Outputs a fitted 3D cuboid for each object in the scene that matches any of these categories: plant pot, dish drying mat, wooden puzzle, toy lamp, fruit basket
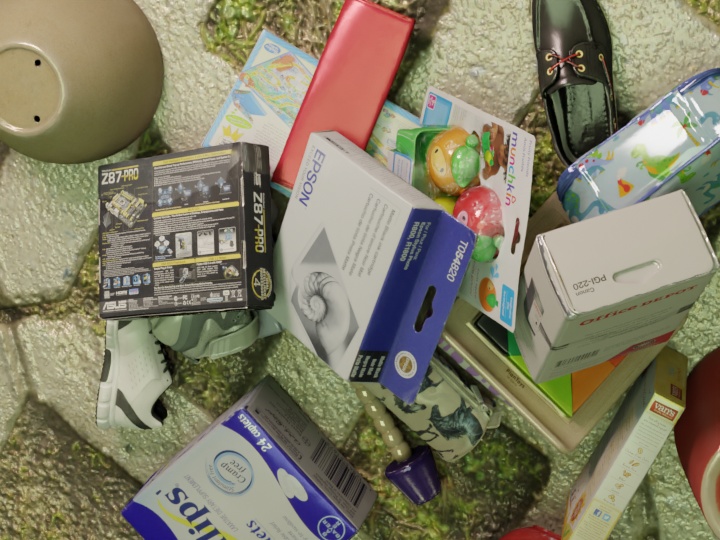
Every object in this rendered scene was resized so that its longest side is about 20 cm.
[{"bbox_3d":[0.398,0.180,1.481,0.199,0.177,0.202,4,107,12],"label":"plant pot"},{"bbox_3d":[-0.016,-0.166,1.511,0.076,0.018,0.201,23,97,4],"label":"dish drying mat"},{"bbox_3d":[-0.315,-0.195,1.548,0.199,0.134,0.202,4,107,12],"label":"plant pot"},{"bbox_3d":[0.201,0.048,1.504,0.185,0.037,0.200,44,77,-2],"label":"wooden puzzle"},{"bbox_3d":[0.023,0.155,1.622,0.058,0.058,0.201,-26,98,18],"label":"toy lamp"},{"bbox_3d":[0.095,-0.061,1.438,0.093,0.200,0.186,-3,111,-21],"label":"fruit basket"}]

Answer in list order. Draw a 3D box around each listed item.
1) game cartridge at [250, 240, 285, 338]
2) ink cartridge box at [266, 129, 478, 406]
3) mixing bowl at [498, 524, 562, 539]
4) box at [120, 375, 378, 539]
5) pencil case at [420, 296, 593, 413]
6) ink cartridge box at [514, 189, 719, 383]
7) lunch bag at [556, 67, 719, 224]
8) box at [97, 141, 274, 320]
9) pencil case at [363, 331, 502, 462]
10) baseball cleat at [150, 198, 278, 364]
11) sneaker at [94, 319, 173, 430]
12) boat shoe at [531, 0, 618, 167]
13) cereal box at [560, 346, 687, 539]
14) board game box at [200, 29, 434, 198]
[{"bbox_3d":[-0.156,-0.018,1.620,0.132,0.041,0.201,-16,102,13],"label":"game cartridge"},{"bbox_3d":[0.000,0.000,1.459,0.200,0.040,0.201,37,121,32],"label":"ink cartridge box"},{"bbox_3d":[0.199,0.333,1.583,0.199,0.200,0.109,28,82,3],"label":"mixing bowl"},{"bbox_3d":[-0.119,0.251,1.656,0.200,0.105,0.184,-41,94,21],"label":"box"},{"bbox_3d":[0.151,0.083,1.555,0.200,0.086,0.084,41,104,-1],"label":"pencil case"},{"bbox_3d":[0.222,0.019,1.389,0.145,0.200,0.085,-17,73,-9],"label":"ink cartridge box"},{"bbox_3d":[0.290,-0.094,1.434,0.200,0.160,0.083,-39,64,22],"label":"lunch bag"},{"bbox_3d":[-0.177,-0.035,1.525,0.199,0.049,0.162,-6,85,36],"label":"box"},{"bbox_3d":[0.052,0.103,1.567,0.089,0.078,0.200,-35,109,31],"label":"pencil case"},{"bbox_3d":[-0.128,0.013,1.579,0.106,0.070,0.200,37,116,-15],"label":"baseball cleat"},{"bbox_3d":[-0.235,0.083,1.655,0.079,0.074,0.201,10,116,3],"label":"sneaker"},{"bbox_3d":[0.207,-0.190,1.473,0.073,0.063,0.203,-9,103,17],"label":"boat shoe"},{"bbox_3d":[0.262,0.183,1.530,0.039,0.144,0.201,28,111,3],"label":"cereal box"},{"bbox_3d":[-0.041,-0.134,1.543,0.199,0.034,0.135,31,97,2],"label":"board game box"}]
